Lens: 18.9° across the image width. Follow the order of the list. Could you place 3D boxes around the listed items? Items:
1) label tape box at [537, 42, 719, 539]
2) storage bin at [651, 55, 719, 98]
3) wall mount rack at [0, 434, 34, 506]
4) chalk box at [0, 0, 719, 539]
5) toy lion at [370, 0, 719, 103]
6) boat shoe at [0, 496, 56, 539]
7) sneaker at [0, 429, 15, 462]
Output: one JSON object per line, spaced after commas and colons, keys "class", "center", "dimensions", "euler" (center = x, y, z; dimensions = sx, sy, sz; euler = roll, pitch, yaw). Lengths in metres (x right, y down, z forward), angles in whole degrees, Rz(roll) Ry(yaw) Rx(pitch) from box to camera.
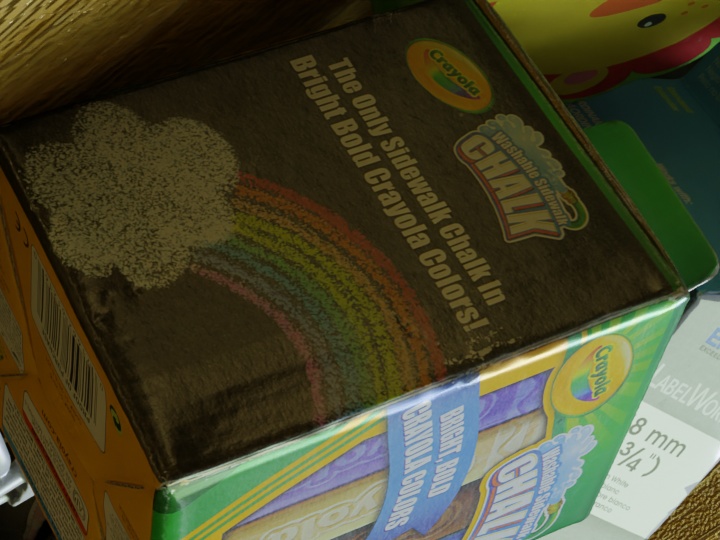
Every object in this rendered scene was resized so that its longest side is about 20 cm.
{"class": "label tape box", "center": [0.082, 0.003, 0.735], "dimensions": [0.063, 0.144, 0.200], "euler": [27, 110, -35]}
{"class": "storage bin", "center": [0.145, -0.040, 0.864], "dimensions": [0.145, 0.135, 0.200], "euler": [-29, -144, -36]}
{"class": "wall mount rack", "center": [-0.087, 0.016, 0.723], "dimensions": [0.200, 0.075, 0.174], "euler": [-32, 177, -19]}
{"class": "chalk box", "center": [0.005, 0.013, 0.624], "dimensions": [0.200, 0.125, 0.124], "euler": [-18, 149, -23]}
{"class": "toy lion", "center": [0.091, -0.109, 0.646], "dimensions": [0.191, 0.069, 0.200], "euler": [-18, 162, 9]}
{"class": "boat shoe", "center": [-0.159, 0.103, 0.984], "dimensions": [0.200, 0.067, 0.057], "euler": [-43, 178, 15]}
{"class": "sneaker", "center": [-0.061, 0.059, 0.845], "dimensions": [0.200, 0.074, 0.079], "euler": [15, -140, 39]}
